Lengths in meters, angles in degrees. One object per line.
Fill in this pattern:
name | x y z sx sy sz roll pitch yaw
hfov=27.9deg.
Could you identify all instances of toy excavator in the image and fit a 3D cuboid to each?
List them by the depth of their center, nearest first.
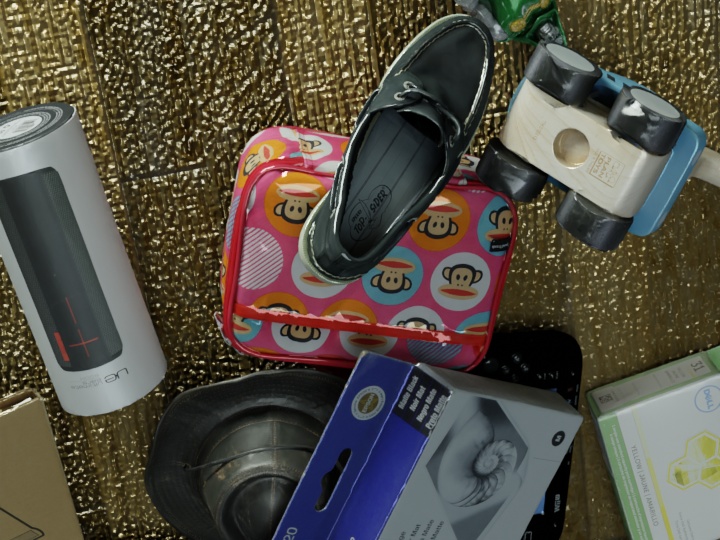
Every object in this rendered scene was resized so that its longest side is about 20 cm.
toy excavator | 0.203 -0.080 1.000 0.194 0.200 0.101 33 116 17

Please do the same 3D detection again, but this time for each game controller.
game controller | 0.114 0.138 1.108 0.103 0.042 0.202 -1 114 -9

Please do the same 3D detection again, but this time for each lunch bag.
lunch bag | 0.000 0.000 1.013 0.198 0.082 0.178 6 116 -11

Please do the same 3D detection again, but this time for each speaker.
speaker | -0.196 -0.005 0.974 0.080 0.081 0.202 -16 115 -2

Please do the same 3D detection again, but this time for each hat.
hat | -0.064 0.166 1.045 0.198 0.081 0.202 -5 132 -6

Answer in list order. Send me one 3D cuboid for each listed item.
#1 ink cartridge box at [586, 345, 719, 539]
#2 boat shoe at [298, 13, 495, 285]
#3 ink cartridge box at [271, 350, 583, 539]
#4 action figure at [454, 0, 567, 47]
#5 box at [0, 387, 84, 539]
ink cartridge box | 0.288 0.130 1.132 0.198 0.048 0.147 -19 114 2
boat shoe | 0.030 -0.081 0.915 0.074 0.066 0.200 39 79 -8
ink cartridge box | 0.044 0.165 1.028 0.199 0.041 0.201 14 107 -39
action figure | 0.073 -0.215 0.946 0.118 0.055 0.200 -43 117 7
box | -0.278 0.195 1.018 0.162 0.021 0.202 -24 127 -22
